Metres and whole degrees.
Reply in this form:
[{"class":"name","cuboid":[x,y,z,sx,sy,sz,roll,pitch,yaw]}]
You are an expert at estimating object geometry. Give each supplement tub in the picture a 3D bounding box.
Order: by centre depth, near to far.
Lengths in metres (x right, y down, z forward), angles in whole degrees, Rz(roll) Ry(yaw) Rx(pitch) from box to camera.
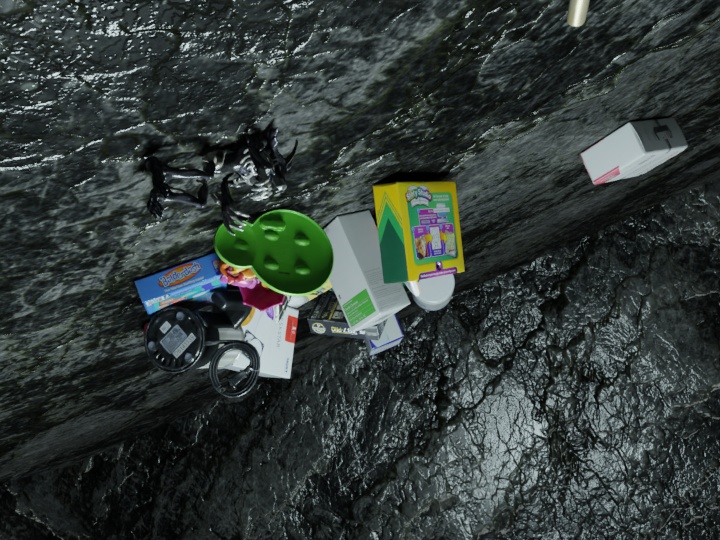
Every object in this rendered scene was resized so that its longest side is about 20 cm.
[{"class":"supplement tub","cuboid":[0.218,0.047,2.404,0.132,0.132,0.200,-23,169,1]}]

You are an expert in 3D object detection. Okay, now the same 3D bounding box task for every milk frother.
[{"class":"milk frother","cuboid":[-0.261,0.151,1.465,0.180,0.200,0.188,-28,169,11]}]

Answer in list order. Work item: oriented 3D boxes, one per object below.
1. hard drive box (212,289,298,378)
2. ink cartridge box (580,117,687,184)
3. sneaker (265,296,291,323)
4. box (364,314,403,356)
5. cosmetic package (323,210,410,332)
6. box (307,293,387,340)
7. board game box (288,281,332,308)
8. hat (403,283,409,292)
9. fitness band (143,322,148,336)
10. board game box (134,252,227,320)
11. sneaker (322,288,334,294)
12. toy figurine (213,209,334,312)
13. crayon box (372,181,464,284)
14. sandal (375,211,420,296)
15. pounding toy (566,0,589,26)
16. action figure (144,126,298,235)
[{"class":"hard drive box","cuboid":[-0.225,0.137,1.672,0.077,0.156,0.200,-1,166,30]},{"class":"ink cartridge box","cuboid":[0.617,-0.270,1.785,0.200,0.085,0.146,-11,165,-41]},{"class":"sneaker","cuboid":[-0.185,0.033,1.579,0.200,0.083,0.081,85,26,-59]},{"class":"box","cuboid":[0.046,0.144,2.375,0.105,0.184,0.200,-21,170,-5]},{"class":"cosmetic package","cuboid":[0.000,0.000,1.504,0.085,0.200,0.108,-17,166,-38]},{"class":"box","cuboid":[-0.010,0.066,1.770,0.161,0.049,0.200,3,-141,18]},{"class":"board game box","cuboid":[-0.121,0.013,1.648,0.135,0.035,0.200,18,143,-42]},{"class":"hat","cuboid":[0.063,-0.063,1.728,0.200,0.165,0.176,-43,150,-36]},{"class":"fitness band","cuboid":[-0.361,0.134,1.696,0.199,0.038,0.144,6,171,-17]},{"class":"board game box","cuboid":[-0.319,0.036,1.435,0.152,0.045,0.200,-21,169,-15]},{"class":"sneaker","cuboid":[-0.097,0.021,1.747,0.200,0.079,0.075,-29,168,35]},{"class":"toy figurine","cuboid":[-0.170,0.002,1.316,0.199,0.151,0.184,8,153,-25]},{"class":"crayon box","cuboid":[0.108,-0.072,1.430,0.058,0.173,0.200,-6,-179,36]},{"class":"sandal","cuboid":[0.087,-0.050,1.511,0.059,0.207,0.079,-27,-155,-8]},{"class":"pounding toy","cuboid":[0.167,-0.295,0.535,0.200,0.143,0.184,-30,167,34]},{"class":"action figure","cuboid":[-0.151,-0.103,0.946,0.199,0.102,0.119,-15,156,-31]}]
